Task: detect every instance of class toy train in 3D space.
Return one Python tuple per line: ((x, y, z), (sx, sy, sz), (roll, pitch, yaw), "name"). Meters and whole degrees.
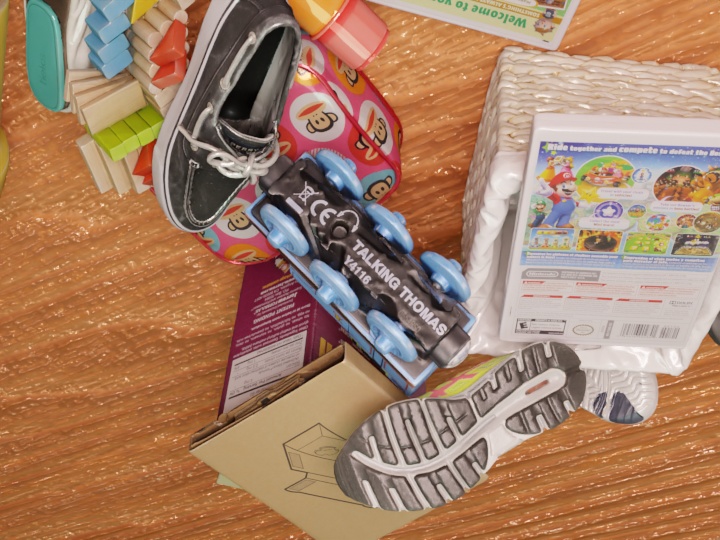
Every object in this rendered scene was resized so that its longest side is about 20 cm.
((0.000, 0.000, 0.730), (0.200, 0.087, 0.114), (44, 165, 10), "toy train")

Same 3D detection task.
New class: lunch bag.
((-0.081, -0.103, 0.795), (0.197, 0.083, 0.176), (-22, 131, 28), "lunch bag")

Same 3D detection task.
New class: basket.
((0.178, -0.047, 0.773), (0.194, 0.163, 0.202), (6, 139, -1), "basket")

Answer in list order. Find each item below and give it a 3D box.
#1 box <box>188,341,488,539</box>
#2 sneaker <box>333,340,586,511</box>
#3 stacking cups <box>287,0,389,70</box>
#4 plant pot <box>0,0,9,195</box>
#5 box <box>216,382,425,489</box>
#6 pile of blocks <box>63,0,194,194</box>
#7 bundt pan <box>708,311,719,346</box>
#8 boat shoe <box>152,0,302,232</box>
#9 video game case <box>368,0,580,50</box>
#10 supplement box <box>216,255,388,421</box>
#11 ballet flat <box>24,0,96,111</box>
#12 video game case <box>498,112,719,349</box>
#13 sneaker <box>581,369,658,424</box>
((-0.014, 0.153, 0.812), (0.162, 0.022, 0.200), (-31, 127, 21), "box")
((0.072, 0.119, 0.750), (0.197, 0.080, 0.090), (-22, 177, -8), "sneaker")
((-0.064, -0.209, 0.668), (0.199, 0.061, 0.060), (40, 128, -19), "stacking cups")
((-0.341, -0.134, 0.716), (0.198, 0.202, 0.190), (22, 121, -18), "plant pot")
((-0.045, 0.158, 1.067), (0.172, 0.098, 0.201), (15, 138, -11), "box")
((-0.153, -0.134, 0.687), (0.081, 0.062, 0.203), (-14, 130, -37), "pile of blocks")
((0.333, -0.018, 0.781), (0.075, 0.203, 0.204), (27, 139, 11), "bundt pan")
((-0.086, -0.095, 0.679), (0.073, 0.068, 0.201), (0, 132, -39), "boat shoe")
((0.075, -0.249, 0.667), (0.196, 0.022, 0.184), (12, 137, -9), "video game case")
((-0.039, 0.073, 0.896), (0.102, 0.203, 0.131), (-23, 133, 28), "supplement box")
((-0.205, -0.204, 0.705), (0.068, 0.070, 0.202), (10, 138, -5), "ballet flat")
((0.173, -0.019, 0.675), (0.140, 0.018, 0.202), (3, 137, 2), "video game case")
((0.222, 0.082, 0.910), (0.128, 0.199, 0.081), (25, 96, -36), "sneaker")
